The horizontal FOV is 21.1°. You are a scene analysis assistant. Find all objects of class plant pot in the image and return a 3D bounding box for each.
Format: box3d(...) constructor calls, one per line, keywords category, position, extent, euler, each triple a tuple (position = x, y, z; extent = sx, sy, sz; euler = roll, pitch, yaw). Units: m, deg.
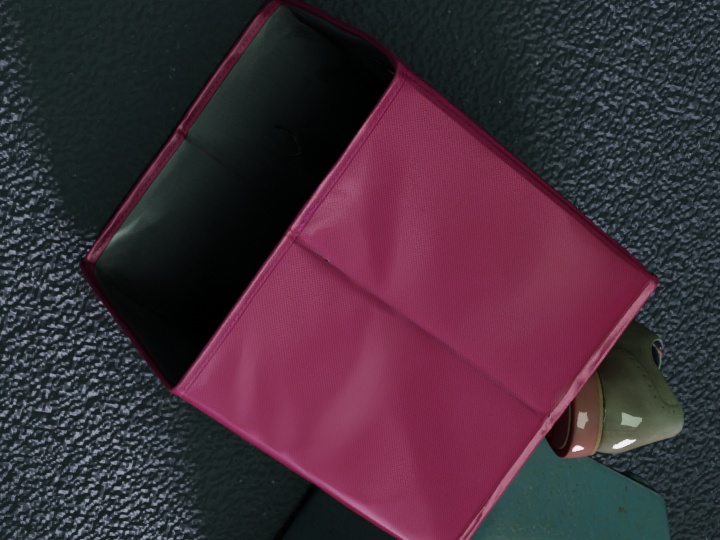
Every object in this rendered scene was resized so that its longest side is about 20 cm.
box3d(category="plant pot", position=(0.073, 0.188, 1.158), extent=(0.195, 0.195, 0.202), euler=(28, 86, -28))

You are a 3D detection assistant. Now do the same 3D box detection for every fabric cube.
box3d(category="fabric cube", position=(0.000, 0.000, 1.049), extent=(0.199, 0.196, 0.201), euler=(35, 93, -28))

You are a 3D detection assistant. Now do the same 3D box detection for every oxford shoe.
box3d(category="oxford shoe", position=(0.134, 0.049, 1.118), extent=(0.074, 0.201, 0.071), euler=(2, 118, -7))
